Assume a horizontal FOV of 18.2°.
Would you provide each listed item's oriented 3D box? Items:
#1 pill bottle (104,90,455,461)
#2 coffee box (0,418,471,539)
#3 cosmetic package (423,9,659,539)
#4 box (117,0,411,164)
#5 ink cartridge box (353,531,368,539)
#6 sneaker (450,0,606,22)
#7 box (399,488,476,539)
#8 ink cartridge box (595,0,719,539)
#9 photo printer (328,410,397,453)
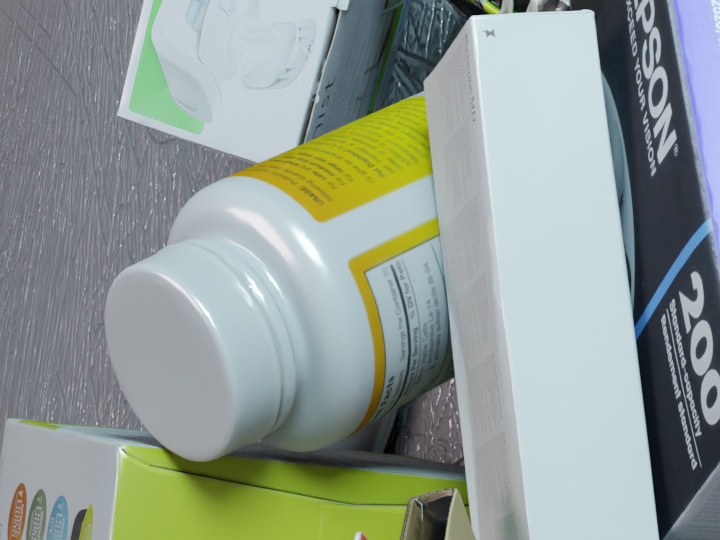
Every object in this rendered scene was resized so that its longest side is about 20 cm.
[{"bbox_3d":[0.000,0.000,0.881,0.109,0.199,0.110,27,129,39],"label":"pill bottle"},{"bbox_3d":[-0.047,0.174,0.955,0.197,0.198,0.202,179,98,-68],"label":"coffee box"},{"bbox_3d":[0.064,0.017,0.794,0.083,0.050,0.202,129,136,-76],"label":"cosmetic package"},{"bbox_3d":[-0.025,-0.165,1.076,0.176,0.096,0.202,-43,-30,-70],"label":"box"},{"bbox_3d":[0.035,0.207,0.777,0.044,0.200,0.178,2,66,25],"label":"ink cartridge box"},{"bbox_3d":[0.061,-0.119,0.952,0.200,0.082,0.072,-124,47,-60],"label":"sneaker"},{"bbox_3d":[0.050,0.193,0.721,0.164,0.021,0.201,-73,-37,-64],"label":"box"},{"bbox_3d":[0.118,-0.018,0.760,0.200,0.043,0.200,112,155,-60],"label":"ink cartridge box"},{"bbox_3d":[-0.045,0.081,1.158,0.167,0.069,0.201,-119,43,-57],"label":"photo printer"}]
